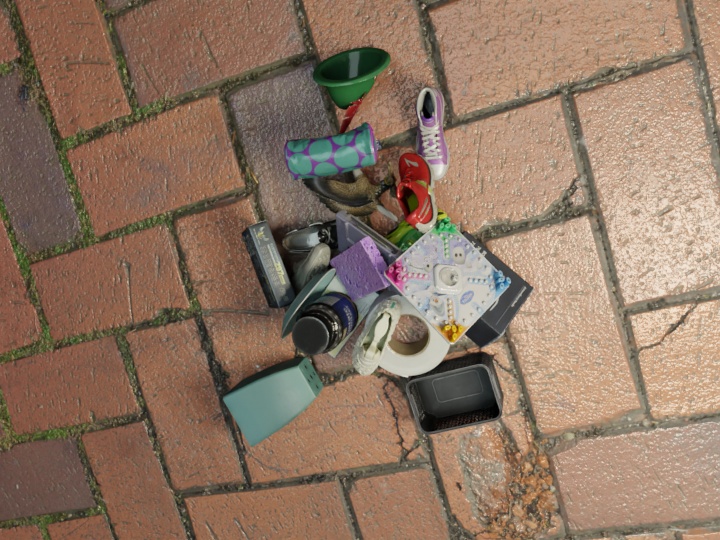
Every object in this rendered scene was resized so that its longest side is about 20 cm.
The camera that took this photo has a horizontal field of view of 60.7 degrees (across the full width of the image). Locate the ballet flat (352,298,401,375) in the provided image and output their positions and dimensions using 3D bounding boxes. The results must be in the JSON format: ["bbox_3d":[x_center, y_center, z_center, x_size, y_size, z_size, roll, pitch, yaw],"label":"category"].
[{"bbox_3d":[0.030,0.154,1.360,0.071,0.072,0.201,25,109,9],"label":"ballet flat"}]

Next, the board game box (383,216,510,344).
[{"bbox_3d":[0.181,0.014,1.250,0.200,0.026,0.200,-41,83,-25],"label":"board game box"}]

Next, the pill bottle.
[{"bbox_3d":[-0.081,0.120,1.373,0.111,0.200,0.113,3,101,14],"label":"pill bottle"}]

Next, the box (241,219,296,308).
[{"bbox_3d":[-0.218,-0.011,1.450,0.051,0.158,0.202,-22,94,-16],"label":"box"}]

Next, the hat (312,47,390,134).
[{"bbox_3d":[-0.014,-0.373,1.373,0.199,0.166,0.177,-23,131,-8],"label":"hat"}]

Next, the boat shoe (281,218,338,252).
[{"bbox_3d":[-0.092,-0.081,1.452,0.198,0.060,0.075,-6,99,16],"label":"boat shoe"}]

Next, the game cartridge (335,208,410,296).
[{"bbox_3d":[0.024,-0.036,1.349,0.200,0.038,0.130,37,148,26],"label":"game cartridge"}]

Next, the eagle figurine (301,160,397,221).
[{"bbox_3d":[-0.014,-0.176,1.378,0.198,0.151,0.152,-17,127,5],"label":"eagle figurine"}]

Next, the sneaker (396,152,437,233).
[{"bbox_3d":[0.110,-0.176,1.291,0.077,0.085,0.201,-34,52,33],"label":"sneaker"}]

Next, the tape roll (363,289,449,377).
[{"bbox_3d":[0.108,0.138,1.417,0.200,0.071,0.204,1,107,5],"label":"tape roll"}]

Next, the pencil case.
[{"bbox_3d":[-0.060,-0.250,1.290,0.198,0.085,0.093,-9,79,14],"label":"pencil case"}]

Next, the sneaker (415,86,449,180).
[{"bbox_3d":[0.146,-0.291,1.322,0.072,0.114,0.202,-5,100,14],"label":"sneaker"}]

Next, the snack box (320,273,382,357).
[{"bbox_3d":[-0.050,0.099,1.487,0.116,0.037,0.201,38,107,6],"label":"snack box"}]

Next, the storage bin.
[{"bbox_3d":[0.220,0.283,1.420,0.198,0.094,0.136,-17,96,18],"label":"storage bin"}]

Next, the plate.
[{"bbox_3d":[-0.126,0.069,1.396,0.025,0.200,0.201,36,107,6],"label":"plate"}]

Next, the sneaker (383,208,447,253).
[{"bbox_3d":[0.116,-0.070,1.402,0.199,0.074,0.084,-35,114,16],"label":"sneaker"}]

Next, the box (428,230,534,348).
[{"bbox_3d":[0.244,0.042,1.326,0.200,0.104,0.148,42,64,4],"label":"box"}]

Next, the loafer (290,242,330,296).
[{"bbox_3d":[-0.130,0.002,1.451,0.070,0.070,0.201,49,131,20],"label":"loafer"}]

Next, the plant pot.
[{"bbox_3d":[-0.202,0.307,1.520,0.199,0.141,0.142,-30,92,11],"label":"plant pot"}]

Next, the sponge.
[{"bbox_3d":[0.000,0.000,1.350,0.030,0.200,0.112,-30,91,-24],"label":"sponge"}]
